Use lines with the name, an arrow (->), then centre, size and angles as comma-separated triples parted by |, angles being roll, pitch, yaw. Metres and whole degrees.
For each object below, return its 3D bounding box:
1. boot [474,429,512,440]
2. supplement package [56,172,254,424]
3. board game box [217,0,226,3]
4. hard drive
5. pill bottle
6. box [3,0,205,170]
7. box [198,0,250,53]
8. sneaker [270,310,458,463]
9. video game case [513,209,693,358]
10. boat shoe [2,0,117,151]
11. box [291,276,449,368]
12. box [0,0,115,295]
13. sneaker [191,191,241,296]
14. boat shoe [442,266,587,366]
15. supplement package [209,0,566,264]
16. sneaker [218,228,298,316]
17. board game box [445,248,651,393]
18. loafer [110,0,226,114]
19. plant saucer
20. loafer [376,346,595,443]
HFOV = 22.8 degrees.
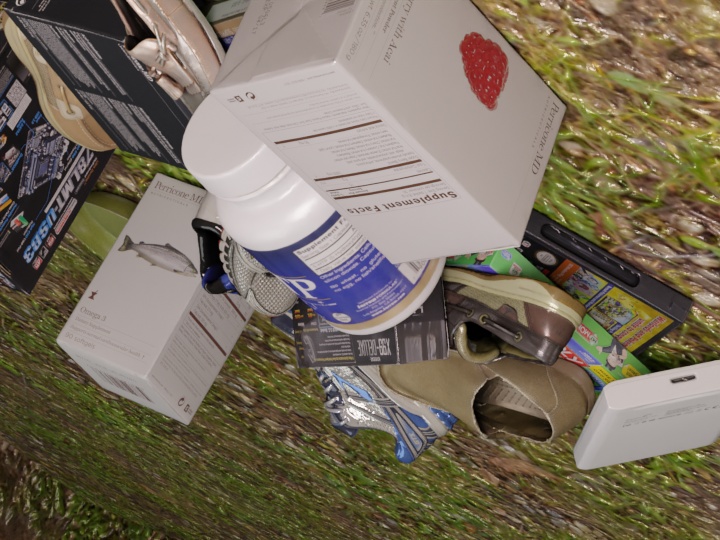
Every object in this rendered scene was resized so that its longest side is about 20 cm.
boot -> 0.080, 0.072, 1.612 | 0.155, 0.072, 0.200 | 48, 177, 26
supplement package -> -0.186, 0.027, 1.766 | 0.116, 0.201, 0.117 | 19, 160, 28
board game box -> -0.041, -0.179, 1.280 | 0.200, 0.024, 0.105 | 38, 163, -27
hard drive -> 0.258, 0.123, 1.519 | 0.131, 0.026, 0.200 | -11, 161, -5
pill bottle -> -0.035, -0.051, 1.288 | 0.119, 0.120, 0.200 | 11, 157, 43
box -> -0.169, -0.163, 1.427 | 0.141, 0.079, 0.200 | 21, 160, 33
box -> -0.032, -0.129, 1.319 | 0.200, 0.033, 0.121 | 36, 161, -25
sneaker -> -0.008, 0.107, 1.642 | 0.200, 0.085, 0.077 | 37, -174, -6
video game case -> 0.163, 0.014, 1.490 | 0.180, 0.026, 0.200 | 30, 161, -1
boat shoe -> -0.240, -0.164, 1.544 | 0.064, 0.072, 0.200 | 20, 159, 28
box -> 0.000, 0.000, 1.485 | 0.049, 0.159, 0.200 | -5, 178, -26
box -> -0.305, -0.111, 1.578 | 0.049, 0.201, 0.199 | 19, 160, 28
sneaker -> -0.089, -0.011, 1.656 | 0.199, 0.116, 0.080 | 40, 160, -31
boat shoe -> 0.095, 0.041, 1.423 | 0.073, 0.065, 0.200 | 36, 161, -26
supplement package -> 0.023, -0.112, 1.178 | 0.119, 0.122, 0.200 | -8, 142, 43
sneaker -> -0.067, -0.029, 1.451 | 0.201, 0.077, 0.082 | 97, 153, -48
board game box -> 0.136, 0.040, 1.510 | 0.200, 0.029, 0.134 | 40, 159, -29
loafer -> -0.155, -0.181, 1.268 | 0.072, 0.063, 0.201 | 3, 124, 58
plant saucer -> -0.241, -0.032, 1.969 | 0.199, 0.031, 0.200 | 27, 161, 10
loafer -> 0.098, 0.095, 1.517 | 0.199, 0.067, 0.076 | 9, 123, 23
